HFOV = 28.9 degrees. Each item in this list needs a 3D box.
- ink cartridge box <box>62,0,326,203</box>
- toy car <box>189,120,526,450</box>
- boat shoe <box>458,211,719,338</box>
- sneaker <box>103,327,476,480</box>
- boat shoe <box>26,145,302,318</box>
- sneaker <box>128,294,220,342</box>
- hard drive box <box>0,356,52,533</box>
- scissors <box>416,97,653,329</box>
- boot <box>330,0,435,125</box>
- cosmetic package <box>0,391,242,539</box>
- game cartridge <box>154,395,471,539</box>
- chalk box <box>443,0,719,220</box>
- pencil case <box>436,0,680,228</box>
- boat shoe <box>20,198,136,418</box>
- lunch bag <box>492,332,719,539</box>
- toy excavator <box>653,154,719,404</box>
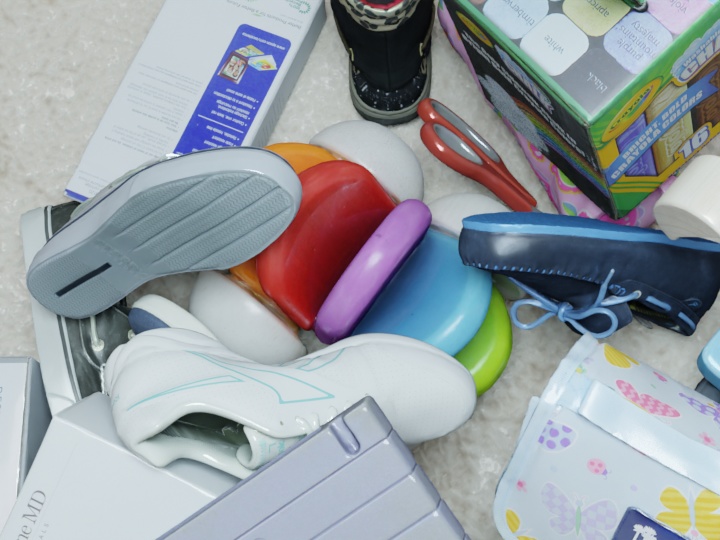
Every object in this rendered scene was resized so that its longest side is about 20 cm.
[{"bbox_3d":[-0.106,-0.110,0.916,0.099,0.039,0.200,22,71,9],"label":"ink cartridge box"},{"bbox_3d":[0.000,0.000,0.822,0.200,0.150,0.175,35,78,13],"label":"toy car"},{"bbox_3d":[0.139,0.008,0.784,0.200,0.084,0.069,7,97,-32],"label":"boat shoe"},{"bbox_3d":[-0.033,0.079,0.732,0.200,0.071,0.080,1,28,-12],"label":"sneaker"},{"bbox_3d":[-0.113,-0.037,0.784,0.200,0.074,0.067,-19,40,33],"label":"boat shoe"},{"bbox_3d":[-0.092,0.111,0.814,0.084,0.075,0.200,-33,86,-18],"label":"sneaker"},{"bbox_3d":[-0.289,0.135,0.839,0.200,0.077,0.156,0,73,4],"label":"hard drive box"},{"bbox_3d":[0.113,-0.039,0.892,0.200,0.073,0.014,38,111,-7],"label":"scissors"},{"bbox_3d":[0.013,-0.212,0.883,0.073,0.154,0.204,-5,73,2],"label":"boot"},{"bbox_3d":[-0.087,0.159,0.741,0.200,0.081,0.113,24,96,2],"label":"cosmetic package"},{"bbox_3d":[-0.041,0.169,0.683,0.200,0.038,0.130,-34,95,7],"label":"game cartridge"},{"bbox_3d":[0.130,-0.135,0.734,0.124,0.200,0.125,-42,68,0],"label":"chalk box"},{"bbox_3d":[0.127,-0.108,0.879,0.087,0.087,0.200,-27,71,-4],"label":"pencil case"},{"bbox_3d":[-0.162,0.045,0.861,0.064,0.071,0.200,-16,71,0],"label":"boat shoe"},{"bbox_3d":[0.163,0.124,0.748,0.169,0.200,0.127,29,77,11],"label":"lunch bag"},{"bbox_3d":[0.241,0.032,0.770,0.194,0.200,0.100,40,79,13],"label":"toy excavator"}]
